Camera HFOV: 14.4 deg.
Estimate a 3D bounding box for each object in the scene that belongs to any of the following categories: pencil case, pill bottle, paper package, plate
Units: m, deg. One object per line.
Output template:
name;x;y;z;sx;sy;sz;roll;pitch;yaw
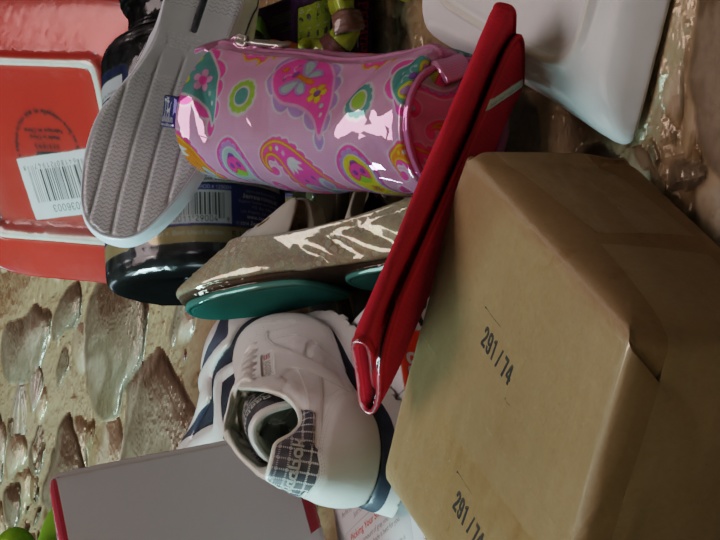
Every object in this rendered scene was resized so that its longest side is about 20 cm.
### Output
pencil case;-0.014;-0.083;1.526;0.200;0.087;0.088;8;94;47
pill bottle;-0.102;-0.086;1.735;0.112;0.112;0.201;153;118;-62
paper package;0.106;0.069;1.320;0.200;0.103;0.191;-130;49;-56
plate;0.096;-0.188;1.442;0.200;0.032;0.200;38;119;53

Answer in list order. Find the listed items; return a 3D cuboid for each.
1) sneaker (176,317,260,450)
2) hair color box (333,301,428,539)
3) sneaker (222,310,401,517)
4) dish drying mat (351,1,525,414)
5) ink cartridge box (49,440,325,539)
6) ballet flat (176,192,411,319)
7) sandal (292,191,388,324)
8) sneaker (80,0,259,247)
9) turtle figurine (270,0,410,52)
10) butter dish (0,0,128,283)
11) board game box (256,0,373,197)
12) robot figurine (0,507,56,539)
sneaker;-0.064;0.127;1.712;0.130;0.079;0.200;-156;82;-73
hair color box;0.033;0.118;1.521;0.111;0.064;0.200;131;136;-55
sneaker;-0.039;0.068;1.520;0.200;0.080;0.077;-140;56;-64
dish drying mat;0.040;-0.031;1.382;0.077;0.018;0.200;84;-154;-61
ink cartridge box;-0.086;0.218;1.601;0.200;0.144;0.146;88;167;-46
ballet flat;-0.011;-0.015;1.563;0.200;0.067;0.063;-9;73;26
sandal;0.000;0.000;1.636;0.082;0.054;0.201;-163;65;-68
sneaker;-0.100;-0.099;1.643;0.071;0.073;0.200;69;-137;-70
turtle figurine;-0.004;-0.179;1.624;0.161;0.064;0.201;-179;88;-66
butter dish;-0.165;-0.103;1.914;0.200;0.148;0.200;4;112;37
board game box;-0.044;-0.107;1.775;0.200;0.032;0.120;174;103;-65
robot figurine;-0.157;0.209;1.822;0.116;0.175;0.200;-53;14;24
